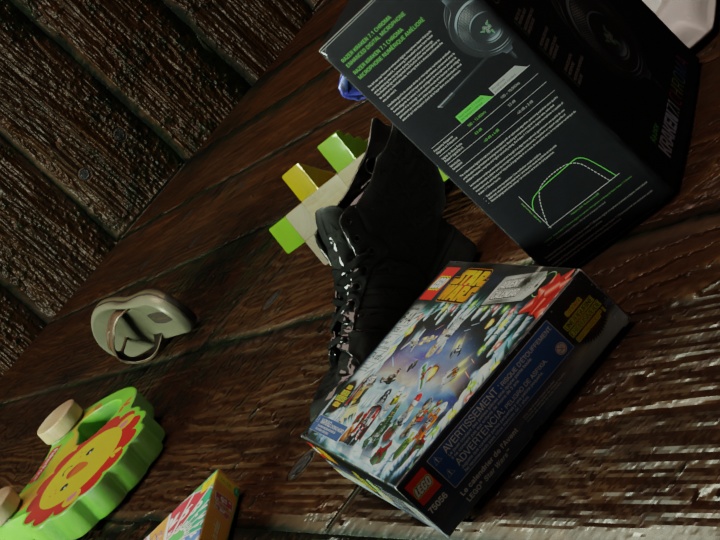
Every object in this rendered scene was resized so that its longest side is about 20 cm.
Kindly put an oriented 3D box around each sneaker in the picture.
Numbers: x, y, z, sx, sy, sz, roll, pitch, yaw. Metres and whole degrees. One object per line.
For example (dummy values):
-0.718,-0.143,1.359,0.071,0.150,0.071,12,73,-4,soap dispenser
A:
0.001,0.000,1.036,0.200,0.104,0.060,-53,14,-25,sneaker

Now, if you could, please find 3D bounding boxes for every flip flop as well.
-0.237,0.068,1.736,0.200,0.081,0.058,-16,47,57,flip flop

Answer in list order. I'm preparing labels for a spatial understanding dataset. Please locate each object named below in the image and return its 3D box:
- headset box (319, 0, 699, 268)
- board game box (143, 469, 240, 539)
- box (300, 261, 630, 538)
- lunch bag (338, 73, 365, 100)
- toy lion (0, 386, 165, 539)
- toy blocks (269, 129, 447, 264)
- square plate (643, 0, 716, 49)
0.086,-0.127,0.922,0.093,0.200,0.174,-39,14,32,headset box
-0.124,0.205,1.013,0.096,0.030,0.200,-44,15,16,board game box
0.046,0.058,0.852,0.137,0.040,0.200,-48,12,-10,box
0.070,-0.246,1.523,0.200,0.128,0.170,-31,18,23,lunch bag
-0.239,0.172,1.442,0.191,0.069,0.200,-30,20,35,toy lion
0.034,-0.086,1.263,0.200,0.100,0.137,-35,6,47,toy blocks
0.164,-0.148,1.127,0.198,0.028,0.200,-41,14,30,square plate
